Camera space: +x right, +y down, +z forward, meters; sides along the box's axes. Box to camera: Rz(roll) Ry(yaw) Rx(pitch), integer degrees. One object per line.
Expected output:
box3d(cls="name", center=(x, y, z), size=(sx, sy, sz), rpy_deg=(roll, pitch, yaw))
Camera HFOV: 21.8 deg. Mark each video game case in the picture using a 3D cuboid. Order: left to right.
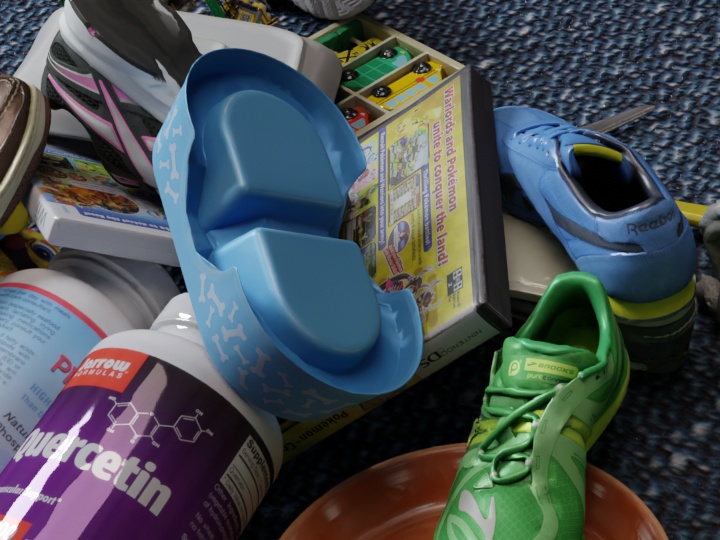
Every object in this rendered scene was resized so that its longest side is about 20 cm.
box3d(cls="video game case", center=(-0.138, -0.050, 1.076), size=(0.143, 0.018, 0.200), rpy_deg=(11, 19, -30))
box3d(cls="video game case", center=(0.000, 0.000, 1.013), size=(0.181, 0.025, 0.200), rpy_deg=(-33, 34, 26))

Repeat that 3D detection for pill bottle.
box3d(cls="pill bottle", center=(-0.180, 0.070, 0.985), size=(0.109, 0.109, 0.200), rpy_deg=(13, 45, 29))
box3d(cls="pill bottle", center=(-0.111, 0.108, 0.895), size=(0.112, 0.112, 0.200), rpy_deg=(12, 53, 28))

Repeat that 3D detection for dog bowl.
box3d(cls="dog bowl", center=(-0.041, -0.015, 0.916), size=(0.111, 0.050, 0.200), rpy_deg=(8, 52, -42))

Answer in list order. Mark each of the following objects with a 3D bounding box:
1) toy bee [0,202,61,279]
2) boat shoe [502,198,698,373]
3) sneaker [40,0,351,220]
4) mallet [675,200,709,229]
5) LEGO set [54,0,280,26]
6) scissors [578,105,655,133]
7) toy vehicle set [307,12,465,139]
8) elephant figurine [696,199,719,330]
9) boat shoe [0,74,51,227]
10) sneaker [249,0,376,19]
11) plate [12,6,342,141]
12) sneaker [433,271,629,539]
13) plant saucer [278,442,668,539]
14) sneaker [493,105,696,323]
box3d(cls="toy bee", center=(-0.211, -0.005, 1.092), size=(0.109, 0.131, 0.200), rpy_deg=(42, 48, 19))
box3d(cls="boat shoe", center=(0.092, 0.008, 1.028), size=(0.200, 0.062, 0.073), rpy_deg=(17, 50, 31))
box3d(cls="sneaker", center=(-0.094, -0.069, 1.029), size=(0.200, 0.086, 0.080), rpy_deg=(46, 40, 7))
box3d(cls="mallet", center=(0.200, -0.037, 1.081), size=(0.200, 0.041, 0.066), rpy_deg=(10, 46, 20))
box3d(cls="LEGO set", center=(-0.145, -0.220, 1.289), size=(0.154, 0.200, 0.116), rpy_deg=(-26, 29, 27))
box3d(cls="scissors", center=(0.094, -0.062, 1.158), size=(0.200, 0.014, 0.073), rpy_deg=(-12, 35, -1))
box3d(cls="toy vehicle set", center=(-0.039, -0.098, 1.226), size=(0.200, 0.027, 0.124), rpy_deg=(-33, 42, -25))
box3d(cls="elephant figurine", center=(0.241, -0.025, 0.915), size=(0.155, 0.200, 0.142), rpy_deg=(-6, 38, 8))
box3d(cls="boat shoe", center=(-0.237, -0.031, 0.977), size=(0.075, 0.075, 0.202), rpy_deg=(-2, 53, 47))
box3d(cls="sneaker", center=(-0.015, -0.238, 1.336), size=(0.112, 0.078, 0.200), rpy_deg=(-29, 28, -24))
box3d(cls="plate", center=(-0.112, -0.123, 1.150), size=(0.200, 0.032, 0.200), rpy_deg=(8, 26, -1))
box3d(cls="sneaker", center=(0.078, 0.076, 0.877), size=(0.074, 0.084, 0.200), rpy_deg=(3, 40, 18))
box3d(cls="plant saucer", center=(0.049, 0.160, 0.872), size=(0.200, 0.032, 0.200), rpy_deg=(-7, 38, 5))
box3d(cls="sneaker", center=(0.115, -0.054, 0.986), size=(0.066, 0.078, 0.200), rpy_deg=(-22, 36, -11))
